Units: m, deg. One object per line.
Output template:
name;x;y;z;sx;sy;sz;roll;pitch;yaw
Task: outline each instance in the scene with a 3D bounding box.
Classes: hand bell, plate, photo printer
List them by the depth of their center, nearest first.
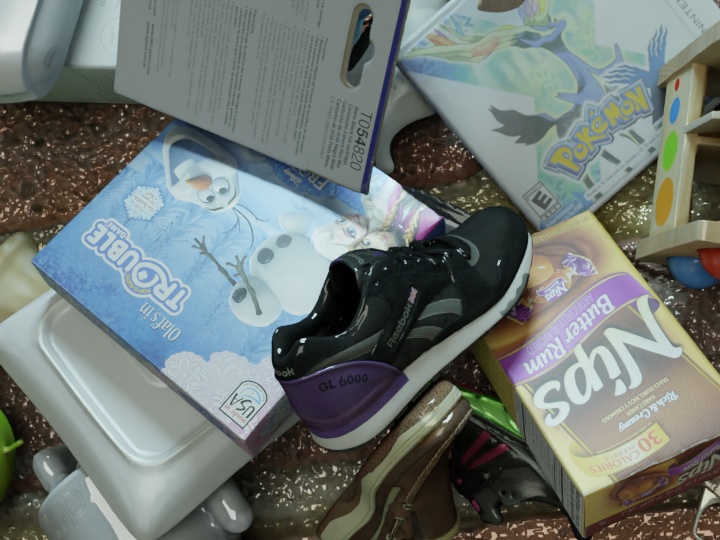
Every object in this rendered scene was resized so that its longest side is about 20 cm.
plate;-0.130;0.049;0.793;0.200;0.032;0.200;-39;67;-14
photo printer;-0.276;-0.221;0.827;0.166;0.069;0.200;15;84;13
hand bell;-0.185;0.058;0.869;0.200;0.104;0.104;24;87;2

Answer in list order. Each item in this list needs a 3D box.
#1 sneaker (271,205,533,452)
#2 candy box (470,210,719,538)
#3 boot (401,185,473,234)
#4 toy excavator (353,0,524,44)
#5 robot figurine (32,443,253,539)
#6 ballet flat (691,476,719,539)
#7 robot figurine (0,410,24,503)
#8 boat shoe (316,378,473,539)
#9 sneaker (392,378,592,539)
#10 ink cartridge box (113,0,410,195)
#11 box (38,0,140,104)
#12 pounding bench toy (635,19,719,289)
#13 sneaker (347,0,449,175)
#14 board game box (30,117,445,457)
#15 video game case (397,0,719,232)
sneaker;0.029;0.013;0.702;0.200;0.088;0.076;-46;32;-25
candy box;0.147;0.060;0.748;0.117;0.056;0.200;-22;50;-8
boot;0.000;0.000;0.845;0.200;0.070;0.132;17;88;25
toy excavator;-0.009;-0.204;0.772;0.194;0.200;0.100;21;74;-22
robot figurine;-0.148;0.194;0.813;0.170;0.113;0.200;-44;74;23
ballet flat;0.230;0.141;0.770;0.200;0.068;0.067;38;97;16
robot figurine;-0.349;0.131;0.862;0.200;0.116;0.176;18;91;14
boat shoe;0.038;0.143;0.758;0.075;0.202;0.075;39;54;8
sneaker;0.083;0.128;0.796;0.200;0.077;0.084;20;88;17
ink cartridge box;-0.058;-0.170;0.725;0.200;0.041;0.200;25;126;15
box;-0.205;-0.202;0.896;0.200;0.097;0.125;4;82;12
pounding bench toy;0.301;-0.057;0.751;0.200;0.124;0.156;8;84;-4
sneaker;0.034;-0.158;0.863;0.080;0.074;0.200;31;91;-3
board game box;-0.081;-0.013;0.777;0.200;0.043;0.199;36;74;19
video game case;0.154;-0.150;0.821;0.200;0.022;0.182;-41;96;3
